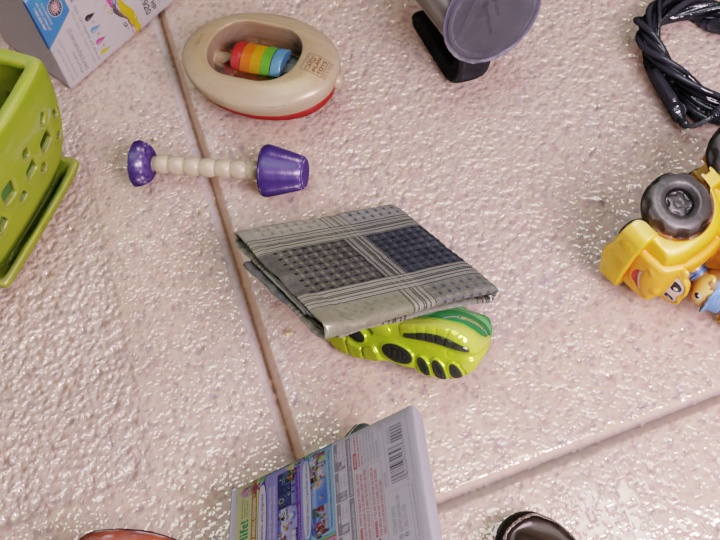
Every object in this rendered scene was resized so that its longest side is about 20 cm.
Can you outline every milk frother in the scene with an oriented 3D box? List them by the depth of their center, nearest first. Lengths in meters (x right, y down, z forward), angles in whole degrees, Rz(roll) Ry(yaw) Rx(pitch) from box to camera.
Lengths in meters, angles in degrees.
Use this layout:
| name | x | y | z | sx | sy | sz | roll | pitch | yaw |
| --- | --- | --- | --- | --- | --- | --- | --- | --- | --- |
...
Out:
| name | x | y | z | sx | sy | sz | roll | pitch | yaw |
| --- | --- | --- | --- | --- | --- | --- | --- | --- | --- |
| milk frother | 0.145 | -0.331 | 1.084 | 0.198 | 0.181 | 0.190 | -27 | 54 | -2 |

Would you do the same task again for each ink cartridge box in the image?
| name | x | y | z | sx | sy | sz | roll | pitch | yaw |
| --- | --- | --- | --- | --- | --- | --- | --- | --- | --- |
| ink cartridge box | -0.349 | -0.363 | 1.197 | 0.144 | 0.148 | 0.200 | 34 | 68 | 25 |

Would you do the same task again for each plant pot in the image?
| name | x | y | z | sx | sy | sz | roll | pitch | yaw |
| --- | --- | --- | --- | --- | --- | --- | --- | --- | --- |
| plant pot | -0.423 | -0.104 | 1.025 | 0.196 | 0.183 | 0.202 | 13 | 60 | 16 |

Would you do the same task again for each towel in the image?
| name | x | y | z | sx | sy | sz | roll | pitch | yaw |
| --- | --- | --- | --- | --- | --- | --- | --- | --- | --- |
| towel | 0.000 | 0.000 | 0.919 | 0.197 | 0.035 | 0.192 | -10 | 34 | -30 |

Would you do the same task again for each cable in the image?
| name | x | y | z | sx | sy | sz | roll | pitch | yaw |
| --- | --- | --- | --- | --- | --- | --- | --- | --- | --- |
| cable | 0.387 | -0.241 | 1.068 | 0.160 | 0.051 | 0.202 | -16 | 56 | -2 |

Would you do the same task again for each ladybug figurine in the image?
| name | x | y | z | sx | sy | sz | roll | pitch | yaw |
| --- | --- | --- | --- | --- | --- | --- | --- | --- | --- |
| ladybug figurine | -0.109 | -0.226 | 1.120 | 0.197 | 0.072 | 0.137 | 18 | 63 | 19 |

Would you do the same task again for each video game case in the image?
| name | x | y | z | sx | sy | sz | roll | pitch | yaw |
| --- | --- | --- | --- | --- | --- | --- | --- | --- | --- |
| video game case | -0.023 | 0.211 | 0.736 | 0.180 | 0.022 | 0.201 | -27 | 33 | 14 |

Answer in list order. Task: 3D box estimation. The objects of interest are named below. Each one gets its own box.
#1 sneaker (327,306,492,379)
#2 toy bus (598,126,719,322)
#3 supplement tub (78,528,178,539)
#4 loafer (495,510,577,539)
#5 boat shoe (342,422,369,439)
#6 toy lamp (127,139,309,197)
| name | x | y | z | sx | sy | sz | roll | pitch | yaw |
| --- | --- | --- | --- | --- | --- | --- | --- | --- | --- |
| sneaker | 0.036 | 0.047 | 0.938 | 0.198 | 0.075 | 0.083 | 20 | 29 | 28 |
| toy bus | 0.348 | -0.015 | 0.898 | 0.199 | 0.136 | 0.193 | -35 | 75 | -11 |
| supplement tub | -0.193 | 0.316 | 0.770 | 0.105 | 0.108 | 0.203 | -1 | 57 | 8 |
| loafer | 0.180 | 0.268 | 0.765 | 0.072 | 0.072 | 0.201 | -32 | 59 | -12 |
| boat shoe | -0.057 | 0.204 | 0.842 | 0.061 | 0.073 | 0.201 | 32 | 72 | 21 |
| toy lamp | -0.154 | -0.111 | 1.064 | 0.196 | 0.059 | 0.059 | 3 | 58 | 11 |
